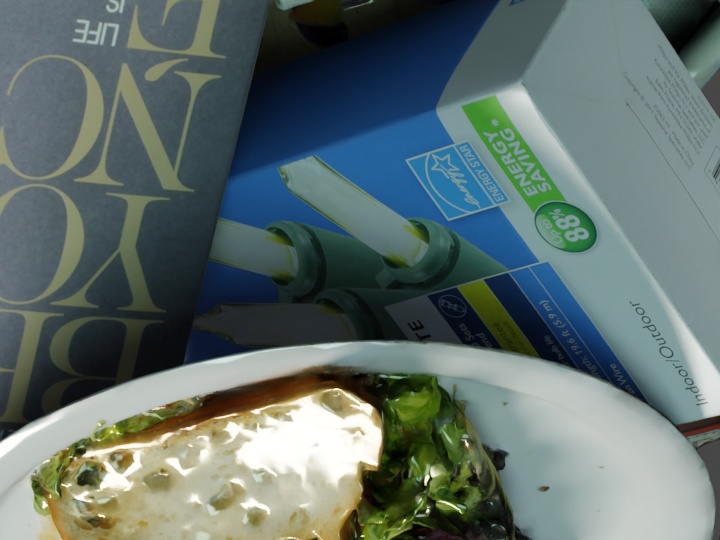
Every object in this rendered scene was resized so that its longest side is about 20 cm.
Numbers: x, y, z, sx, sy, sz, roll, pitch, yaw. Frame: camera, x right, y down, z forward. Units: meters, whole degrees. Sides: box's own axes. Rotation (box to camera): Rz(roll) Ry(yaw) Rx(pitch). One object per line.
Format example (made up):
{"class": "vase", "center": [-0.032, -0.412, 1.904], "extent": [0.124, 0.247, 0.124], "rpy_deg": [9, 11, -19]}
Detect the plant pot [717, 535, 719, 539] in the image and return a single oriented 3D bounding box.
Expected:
{"class": "plant pot", "center": [0.198, 0.088, 0.757], "extent": [0.200, 0.141, 0.141], "rpy_deg": [23, 88, 13]}

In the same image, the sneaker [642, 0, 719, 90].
{"class": "sneaker", "center": [0.096, -0.107, 0.732], "extent": [0.070, 0.080, 0.200], "rpy_deg": [21, 107, -10]}

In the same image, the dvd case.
{"class": "dvd case", "center": [-0.098, -0.036, 0.651], "extent": [0.149, 0.016, 0.200], "rpy_deg": [5, 112, -24]}

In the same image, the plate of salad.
{"class": "plate of salad", "center": [-0.011, 0.081, 0.699], "extent": [0.200, 0.048, 0.200], "rpy_deg": [-6, 145, -4]}

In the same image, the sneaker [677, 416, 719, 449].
{"class": "sneaker", "center": [0.034, 0.068, 0.808], "extent": [0.200, 0.078, 0.082], "rpy_deg": [-38, 111, 14]}

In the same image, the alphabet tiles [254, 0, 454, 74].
{"class": "alphabet tiles", "center": [-0.057, -0.061, 0.786], "extent": [0.200, 0.006, 0.167], "rpy_deg": [-13, 115, 3]}

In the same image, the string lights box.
{"class": "string lights box", "center": [0.000, 0.000, 0.731], "extent": [0.200, 0.059, 0.103], "rpy_deg": [-17, 119, 39]}

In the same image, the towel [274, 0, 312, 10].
{"class": "towel", "center": [0.006, -0.175, 0.684], "extent": [0.200, 0.035, 0.193], "rpy_deg": [-22, 91, 4]}
